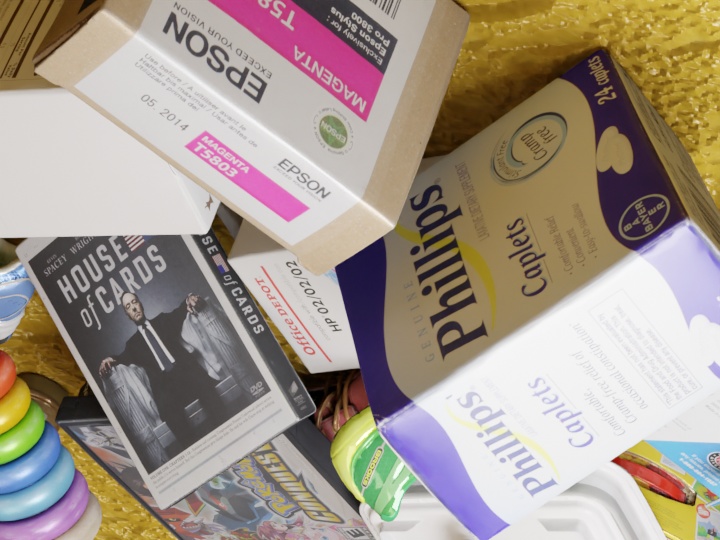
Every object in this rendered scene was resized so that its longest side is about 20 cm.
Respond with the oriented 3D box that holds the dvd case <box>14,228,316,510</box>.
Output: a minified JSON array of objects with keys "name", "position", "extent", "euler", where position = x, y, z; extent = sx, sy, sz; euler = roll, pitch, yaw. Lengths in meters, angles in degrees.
[{"name":"dvd case","position":[-0.128,0.036,1.507],"extent":[0.150,0.025,0.201],"euler":[-35,83,40]}]

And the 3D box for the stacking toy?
[{"name":"stacking toy","position":[-0.241,0.103,1.583],"extent":[0.085,0.086,0.201],"euler":[-1,124,25]}]

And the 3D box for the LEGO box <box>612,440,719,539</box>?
[{"name":"LEGO box","position":[0.160,0.169,1.601],"extent":[0.199,0.077,0.149],"euler":[28,142,-11]}]

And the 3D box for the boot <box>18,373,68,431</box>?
[{"name":"boot","position":[-0.286,0.192,1.730],"extent":[0.066,0.201,0.176],"euler":[22,143,0]}]

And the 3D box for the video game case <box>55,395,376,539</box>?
[{"name":"video game case","position":[-0.084,0.145,1.621],"extent":[0.180,0.026,0.200],"euler":[-5,142,33]}]

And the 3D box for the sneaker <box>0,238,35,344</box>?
[{"name":"sneaker","position":[-0.301,-0.033,1.577],"extent":[0.199,0.076,0.077],"euler":[32,121,-18]}]

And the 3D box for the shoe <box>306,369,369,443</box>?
[{"name":"shoe","position":[-0.002,0.097,1.589],"extent":[0.090,0.072,0.201],"euler":[10,146,8]}]

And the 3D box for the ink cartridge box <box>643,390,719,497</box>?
[{"name":"ink cartridge box","position":[0.246,0.041,1.393],"extent":[0.145,0.084,0.200],"euler":[37,139,-23]}]

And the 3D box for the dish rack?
[{"name":"dish rack","position":[0.102,0.189,1.551],"extent":[0.199,0.044,0.172],"euler":[-3,138,29]}]

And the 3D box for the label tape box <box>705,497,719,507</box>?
[{"name":"label tape box","position":[0.329,0.140,1.415],"extent":[0.199,0.067,0.143],"euler":[-3,160,-38]}]

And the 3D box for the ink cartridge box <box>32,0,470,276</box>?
[{"name":"ink cartridge box","position":[-0.052,-0.123,1.257],"extent":[0.200,0.165,0.075],"euler":[36,141,-22]}]

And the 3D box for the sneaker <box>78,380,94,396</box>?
[{"name":"sneaker","position":[-0.158,0.086,1.650],"extent":[0.090,0.067,0.201],"euler":[10,144,9]}]

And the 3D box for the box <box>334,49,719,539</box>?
[{"name":"box","position":[0.099,0.010,1.283],"extent":[0.199,0.184,0.105],"euler":[-35,123,13]}]

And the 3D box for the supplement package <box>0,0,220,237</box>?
[{"name":"supplement package","position":[-0.177,-0.101,1.378],"extent":[0.199,0.120,0.122],"euler":[0,138,24]}]

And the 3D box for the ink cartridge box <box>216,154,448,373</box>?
[{"name":"ink cartridge box","position":[0.000,0.000,1.468],"extent":[0.199,0.068,0.115],"euler":[-8,134,32]}]

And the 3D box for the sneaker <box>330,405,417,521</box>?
[{"name":"sneaker","position":[0.080,0.093,1.479],"extent":[0.084,0.199,0.074],"euler":[62,176,7]}]
